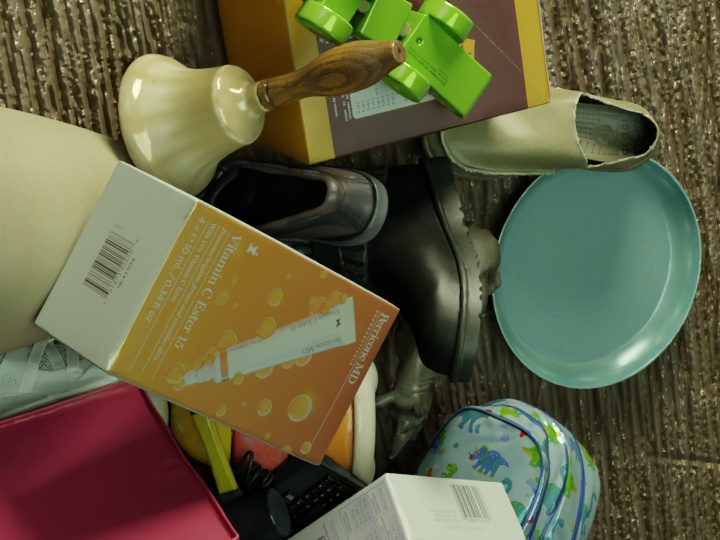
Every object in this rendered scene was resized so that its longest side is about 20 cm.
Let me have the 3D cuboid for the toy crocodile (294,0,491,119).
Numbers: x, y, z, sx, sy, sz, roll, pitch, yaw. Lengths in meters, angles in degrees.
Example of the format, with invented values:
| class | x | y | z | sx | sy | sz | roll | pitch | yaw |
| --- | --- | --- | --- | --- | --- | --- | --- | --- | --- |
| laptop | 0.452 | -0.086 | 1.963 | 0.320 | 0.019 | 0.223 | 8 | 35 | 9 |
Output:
| class | x | y | z | sx | sy | sz | roll | pitch | yaw |
| --- | --- | --- | --- | --- | --- | --- | --- | --- | --- |
| toy crocodile | 0.013 | -0.171 | 1.411 | 0.200 | 0.062 | 0.068 | 33 | 86 | -32 |

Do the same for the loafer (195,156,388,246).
| class | x | y | z | sx | sy | sz | roll | pitch | yaw |
| --- | --- | --- | --- | --- | --- | --- | --- | --- | --- |
| loafer | -0.077 | -0.051 | 1.464 | 0.063 | 0.200 | 0.072 | 19 | 74 | -55 |

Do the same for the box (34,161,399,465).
| class | x | y | z | sx | sy | sz | roll | pitch | yaw |
| --- | --- | --- | --- | --- | --- | --- | --- | --- | --- |
| box | -0.093 | 0.031 | 1.373 | 0.200 | 0.097 | 0.125 | 28 | 89 | -42 |

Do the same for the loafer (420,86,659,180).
| class | x | y | z | sx | sy | sz | roll | pitch | yaw |
| --- | --- | --- | --- | --- | --- | --- | --- | --- | --- |
| loafer | 0.145 | -0.111 | 1.612 | 0.199 | 0.067 | 0.076 | -4 | 85 | -18 |

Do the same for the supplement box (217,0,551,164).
| class | x | y | z | sx | sy | sz | roll | pitch | yaw |
| --- | --- | --- | --- | --- | --- | --- | --- | --- | --- |
| supplement box | 0.011 | -0.203 | 1.506 | 0.200 | 0.133 | 0.198 | -16 | 107 | -22 |

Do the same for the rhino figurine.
| class | x | y | z | sx | sy | sz | roll | pitch | yaw |
| --- | --- | --- | --- | --- | --- | --- | --- | --- | --- |
| rhino figurine | 0.056 | 0.051 | 1.589 | 0.060 | 0.087 | 0.200 | 20 | 78 | 11 |

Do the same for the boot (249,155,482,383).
| class | x | y | z | sx | sy | sz | roll | pitch | yaw |
| --- | --- | --- | --- | --- | --- | --- | --- | --- | --- |
| boot | 0.000 | 0.001 | 1.503 | 0.157 | 0.211 | 0.080 | -4 | 135 | -8 |

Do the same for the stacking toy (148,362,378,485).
| class | x | y | z | sx | sy | sz | roll | pitch | yaw |
| --- | --- | --- | --- | --- | --- | --- | --- | --- | --- |
| stacking toy | -0.092 | 0.104 | 1.543 | 0.199 | 0.146 | 0.147 | -2 | 103 | -10 |

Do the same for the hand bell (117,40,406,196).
| class | x | y | z | sx | sy | sz | roll | pitch | yaw |
| --- | --- | --- | --- | --- | --- | --- | --- | --- | --- |
| hand bell | -0.055 | -0.122 | 1.389 | 0.104 | 0.200 | 0.104 | 28 | 55 | -49 |

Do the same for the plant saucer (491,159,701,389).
| class | x | y | z | sx | sy | sz | roll | pitch | yaw |
| --- | --- | --- | --- | --- | --- | --- | --- | --- | --- |
| plant saucer | 0.190 | -0.003 | 1.697 | 0.200 | 0.027 | 0.201 | -6 | 104 | -24 |

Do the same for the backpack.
| class | x | y | z | sx | sy | sz | roll | pitch | yaw |
| --- | --- | --- | --- | --- | --- | --- | --- | --- | --- |
| backpack | 0.103 | 0.202 | 1.629 | 0.200 | 0.163 | 0.154 | -50 | 133 | -14 |

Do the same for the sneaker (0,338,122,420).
| class | x | y | z | sx | sy | sz | roll | pitch | yaw |
| --- | --- | --- | --- | --- | --- | --- | --- | --- | --- |
| sneaker | -0.227 | 0.057 | 1.481 | 0.200 | 0.075 | 0.082 | -30 | 114 | -16 |

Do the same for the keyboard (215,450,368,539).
| class | x | y | z | sx | sy | sz | roll | pitch | yaw |
| --- | --- | --- | --- | --- | --- | --- | --- | --- | --- |
| keyboard | -0.080 | 0.201 | 1.538 | 0.104 | 0.040 | 0.200 | 35 | 127 | -17 |

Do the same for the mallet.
| class | x | y | z | sx | sy | sz | roll | pitch | yaw |
| --- | --- | --- | --- | --- | --- | --- | --- | --- | --- |
| mallet | -0.102 | 0.106 | 1.474 | 0.066 | 0.041 | 0.201 | -12 | 91 | 14 |

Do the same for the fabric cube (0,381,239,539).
| class | x | y | z | sx | sy | sz | roll | pitch | yaw |
| --- | --- | --- | --- | --- | --- | --- | --- | --- | --- |
| fabric cube | -0.200 | 0.228 | 1.429 | 0.196 | 0.200 | 0.200 | -17 | 128 | -18 |

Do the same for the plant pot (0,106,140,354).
| class | x | y | z | sx | sy | sz | roll | pitch | yaw |
| --- | --- | --- | --- | --- | --- | --- | --- | --- | --- |
| plant pot | -0.223 | -0.029 | 1.421 | 0.200 | 0.187 | 0.188 | -4 | 103 | -39 |

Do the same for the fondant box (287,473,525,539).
| class | x | y | z | sx | sy | sz | roll | pitch | yaw |
| --- | --- | --- | --- | --- | --- | --- | --- | --- | --- |
| fondant box | 0.002 | 0.223 | 1.529 | 0.200 | 0.058 | 0.144 | -38 | 151 | 29 |
